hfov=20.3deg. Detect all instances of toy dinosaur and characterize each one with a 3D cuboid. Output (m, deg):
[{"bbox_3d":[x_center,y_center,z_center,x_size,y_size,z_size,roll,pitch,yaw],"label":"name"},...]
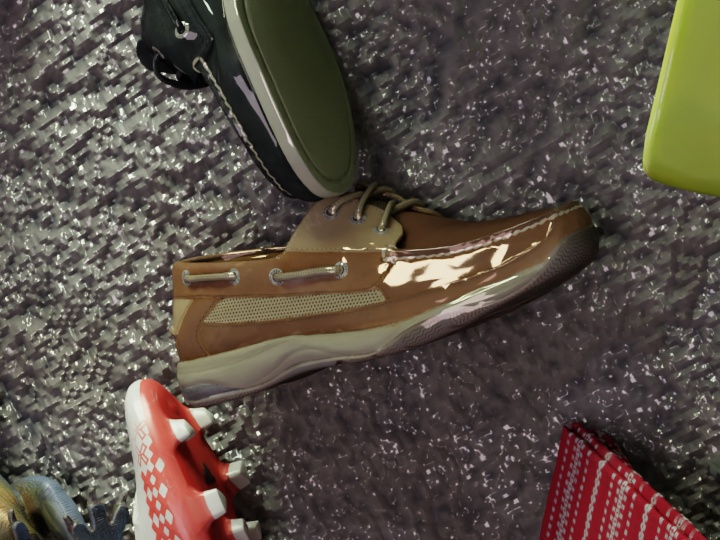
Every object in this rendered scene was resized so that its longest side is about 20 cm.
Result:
[{"bbox_3d":[-0.200,0.117,0.939,0.181,0.105,0.201,4,114,46],"label":"toy dinosaur"}]

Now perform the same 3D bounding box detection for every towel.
[{"bbox_3d":[0.108,0.157,0.755,0.022,0.200,0.146,6,105,-19],"label":"towel"}]

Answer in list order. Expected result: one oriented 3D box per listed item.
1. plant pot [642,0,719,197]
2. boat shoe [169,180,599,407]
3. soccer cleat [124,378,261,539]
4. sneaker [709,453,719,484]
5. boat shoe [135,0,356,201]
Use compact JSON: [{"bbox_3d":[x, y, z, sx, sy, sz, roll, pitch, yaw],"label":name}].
[{"bbox_3d":[0.213,-0.111,0.636,0.180,0.200,0.200,16,106,15],"label":"plant pot"},{"bbox_3d":[0.000,0.000,0.825,0.199,0.076,0.072,-17,89,26],"label":"boat shoe"},{"bbox_3d":[-0.078,0.148,0.888,0.085,0.069,0.201,-20,95,11],"label":"soccer cleat"},{"bbox_3d":[0.197,0.062,0.703,0.104,0.199,0.060,-55,29,6],"label":"sneaker"},{"bbox_3d":[-0.066,-0.109,0.833,0.066,0.074,0.200,-29,81,24],"label":"boat shoe"}]
